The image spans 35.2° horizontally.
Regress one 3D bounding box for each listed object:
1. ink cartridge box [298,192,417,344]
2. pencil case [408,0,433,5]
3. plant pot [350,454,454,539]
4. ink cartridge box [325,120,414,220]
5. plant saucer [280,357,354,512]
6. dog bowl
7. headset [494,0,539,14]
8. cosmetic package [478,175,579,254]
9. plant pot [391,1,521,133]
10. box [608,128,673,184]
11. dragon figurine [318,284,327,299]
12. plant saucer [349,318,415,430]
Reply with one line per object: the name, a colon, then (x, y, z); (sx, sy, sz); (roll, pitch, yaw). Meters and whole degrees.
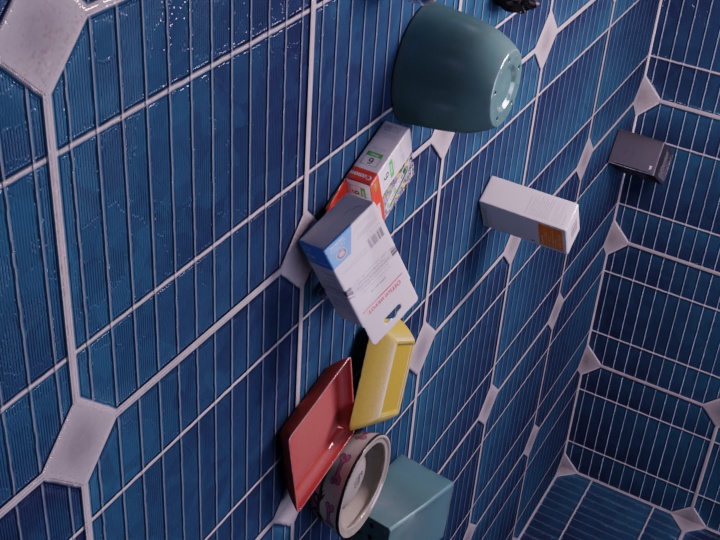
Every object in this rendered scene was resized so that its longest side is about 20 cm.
ink cartridge box: (0.000, 0.000, 1.718); (0.116, 0.067, 0.202); (-43, 129, -22)
pencil case: (0.115, -0.484, 1.650); (0.091, 0.082, 0.202); (51, 59, -46)
plant pot: (0.073, 0.505, 2.327); (0.199, 0.140, 0.144); (-25, 131, -50)
ink cartridge box: (0.018, -0.126, 1.783); (0.201, 0.050, 0.110); (-57, 154, -31)
plant saucer: (-0.075, 0.272, 1.914); (0.200, 0.036, 0.202); (-51, 151, -38)
dog bowl: (-0.021, 0.383, 2.084); (0.200, 0.073, 0.203); (-48, 148, -43)
headset: (0.293, -0.518, 2.044); (0.201, 0.092, 0.125); (-59, 158, -53)
cosmetic package: (0.354, -0.117, 2.375); (0.072, 0.197, 0.102); (-60, 155, -20)
plant pot: (0.165, -0.314, 1.827); (0.201, 0.159, 0.203); (-48, 149, -42)
box: (0.840, -0.338, 3.388); (0.199, 0.146, 0.106); (11, 99, -68)
dragon figurine: (0.002, -0.002, 1.836); (0.201, 0.058, 0.100); (-52, 152, -36)
plant saucer: (0.048, 0.192, 2.068); (0.200, 0.048, 0.204); (9, 94, -74)
